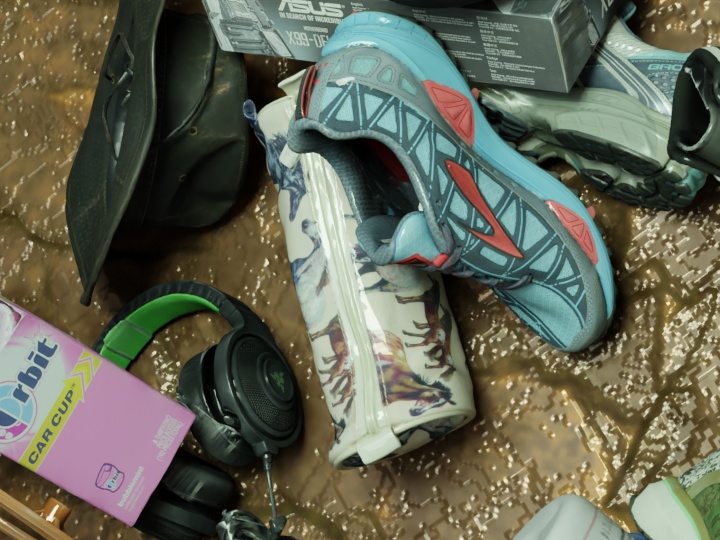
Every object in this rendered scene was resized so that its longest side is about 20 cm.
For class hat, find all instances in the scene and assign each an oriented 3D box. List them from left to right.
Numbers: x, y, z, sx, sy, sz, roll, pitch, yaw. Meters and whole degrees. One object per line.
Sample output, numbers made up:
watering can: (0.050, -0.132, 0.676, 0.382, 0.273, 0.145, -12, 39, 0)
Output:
hat: (-0.098, -0.076, 1.276, 0.080, 0.201, 0.202, 9, 90, -16)

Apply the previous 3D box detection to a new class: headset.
headset: (-0.087, 0.085, 1.234, 0.124, 0.094, 0.200, -50, 51, 10)

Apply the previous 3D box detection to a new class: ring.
ring: (-0.189, 0.111, 1.226, 0.200, 0.201, 0.019, 27, 75, 29)

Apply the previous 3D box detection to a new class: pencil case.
pencil case: (0.000, 0.000, 1.205, 0.078, 0.089, 0.201, -21, 75, 27)

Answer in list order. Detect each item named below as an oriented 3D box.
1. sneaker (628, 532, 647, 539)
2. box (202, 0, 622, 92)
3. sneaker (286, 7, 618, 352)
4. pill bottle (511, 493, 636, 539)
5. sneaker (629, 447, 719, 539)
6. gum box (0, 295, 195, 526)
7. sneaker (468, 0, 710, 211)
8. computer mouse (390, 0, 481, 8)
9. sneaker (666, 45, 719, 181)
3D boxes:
sneaker: (0.084, 0.212, 1.122, 0.075, 0.088, 0.201, 30, 92, 31)
box: (0.041, -0.166, 1.205, 0.199, 0.050, 0.158, 10, 49, 29)
sneaker: (0.037, -0.023, 1.153, 0.079, 0.200, 0.096, -26, 21, 53)
pill bottle: (0.133, 0.201, 1.046, 0.200, 0.114, 0.114, 39, 99, -1)
sneaker: (0.188, 0.115, 1.055, 0.089, 0.077, 0.200, -52, 25, 2)
gum box: (-0.185, 0.051, 1.239, 0.200, 0.113, 0.066, 23, 80, 57)
sneaker: (0.098, -0.097, 1.203, 0.199, 0.078, 0.087, 24, 70, 29)
computer mouse: (0.064, -0.170, 1.131, 0.138, 0.200, 0.053, 13, 128, 33)
sneaker: (0.200, -0.027, 1.076, 0.076, 0.115, 0.201, -61, 41, 33)
